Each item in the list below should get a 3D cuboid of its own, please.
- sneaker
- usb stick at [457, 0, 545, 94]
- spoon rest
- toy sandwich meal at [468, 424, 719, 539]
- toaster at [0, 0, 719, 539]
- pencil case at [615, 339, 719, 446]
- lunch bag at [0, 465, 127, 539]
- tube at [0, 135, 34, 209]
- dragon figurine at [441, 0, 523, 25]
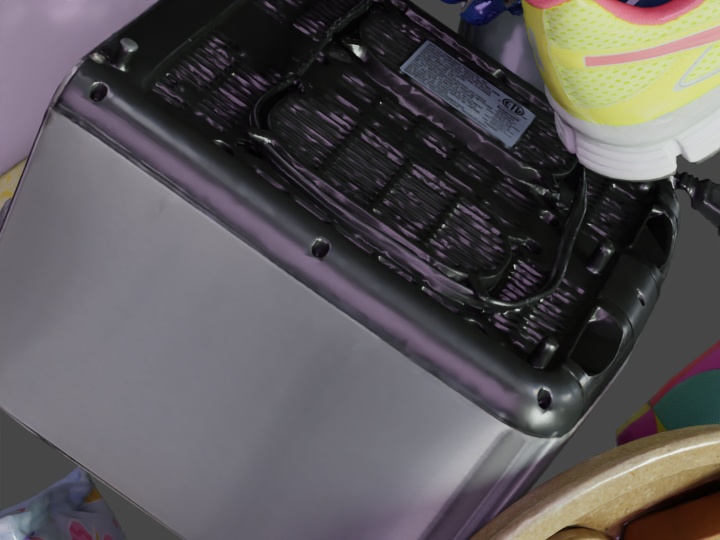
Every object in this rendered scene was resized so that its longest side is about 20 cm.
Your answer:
[{"bbox_3d":[0.129,-0.113,0.704,0.200,0.090,0.078,-41,47,1],"label":"sneaker"},{"bbox_3d":[0.071,-0.148,0.816,0.055,0.033,0.202,10,93,9],"label":"usb stick"},{"bbox_3d":[-0.126,-0.072,0.812,0.099,0.061,0.200,34,70,16],"label":"spoon rest"},{"bbox_3d":[0.095,0.126,0.706,0.205,0.205,0.070,-40,48,6],"label":"toy sandwich meal"},{"bbox_3d":[0.000,0.000,0.747,0.199,0.181,0.119,34,121,2],"label":"toaster"},{"bbox_3d":[0.178,0.030,0.789,0.200,0.088,0.088,-43,88,7],"label":"pencil case"},{"bbox_3d":[-0.150,0.188,0.809,0.199,0.127,0.171,-26,91,13],"label":"lunch bag"},{"bbox_3d":[-0.098,-0.002,0.833,0.199,0.058,0.052,37,137,9],"label":"tube"},{"bbox_3d":[0.089,-0.160,0.767,0.199,0.059,0.100,-36,92,-6],"label":"dragon figurine"}]
